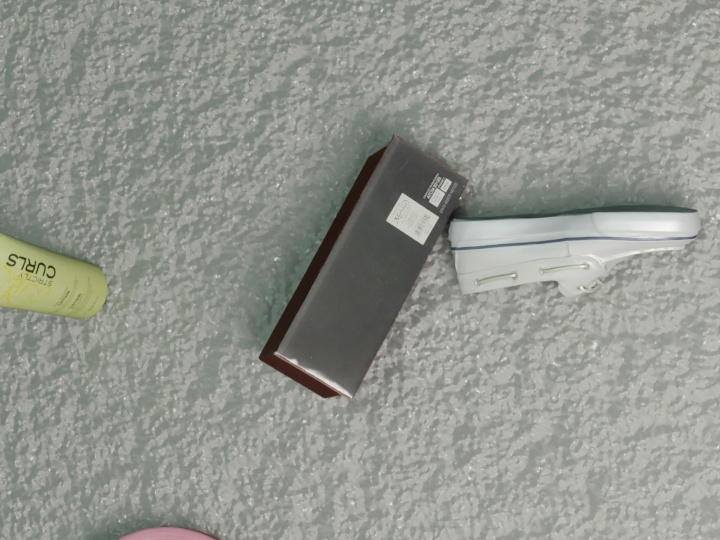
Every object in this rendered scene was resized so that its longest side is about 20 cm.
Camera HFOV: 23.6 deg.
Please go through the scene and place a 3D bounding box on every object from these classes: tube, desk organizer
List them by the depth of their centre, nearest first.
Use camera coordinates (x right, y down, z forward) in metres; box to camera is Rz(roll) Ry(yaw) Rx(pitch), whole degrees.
[{"bbox_3d":[0.000,0.000,1.371,0.072,0.077,0.200,31,77,-10],"label":"desk organizer"},{"bbox_3d":[-0.279,0.006,1.412,0.052,0.200,0.058,-6,79,22],"label":"tube"}]

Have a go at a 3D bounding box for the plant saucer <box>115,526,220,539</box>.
[{"bbox_3d":[-0.150,0.309,1.398,0.200,0.051,0.201,-3,81,20],"label":"plant saucer"}]

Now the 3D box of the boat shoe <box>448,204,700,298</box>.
[{"bbox_3d":[0.165,-0.013,1.323,0.200,0.074,0.067,-2,96,30],"label":"boat shoe"}]
